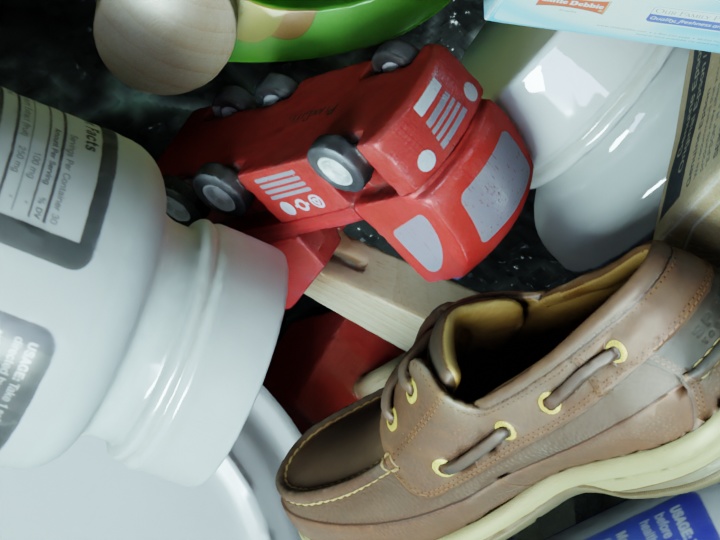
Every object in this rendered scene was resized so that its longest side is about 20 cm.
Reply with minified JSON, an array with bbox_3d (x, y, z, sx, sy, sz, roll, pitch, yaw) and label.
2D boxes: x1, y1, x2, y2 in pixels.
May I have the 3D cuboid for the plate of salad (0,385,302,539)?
[{"bbox_3d":[-0.102,0.107,0.994,0.200,0.200,0.048,31,161,-9],"label":"plate of salad"}]

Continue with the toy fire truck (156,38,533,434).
[{"bbox_3d":[0.000,0.000,0.999,0.141,0.049,0.200,46,150,-23],"label":"toy fire truck"}]

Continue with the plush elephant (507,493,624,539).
[{"bbox_3d":[0.071,0.108,1.069,0.200,0.165,0.155,7,86,-32],"label":"plush elephant"}]

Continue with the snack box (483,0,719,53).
[{"bbox_3d":[0.095,-0.159,0.863,0.116,0.201,0.037,6,156,-13],"label":"snack box"}]

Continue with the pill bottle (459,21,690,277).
[{"bbox_3d":[0.130,-0.022,0.991,0.200,0.113,0.113,39,119,-13],"label":"pill bottle"}]

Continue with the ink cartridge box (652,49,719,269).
[{"bbox_3d":[0.202,-0.058,0.913,0.199,0.165,0.075,18,154,-8],"label":"ink cartridge box"}]

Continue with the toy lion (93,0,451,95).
[{"bbox_3d":[-0.002,-0.165,0.965,0.191,0.069,0.201,-5,120,3],"label":"toy lion"}]

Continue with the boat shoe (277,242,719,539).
[{"bbox_3d":[0.043,0.037,0.918,0.200,0.072,0.068,-21,120,44],"label":"boat shoe"}]

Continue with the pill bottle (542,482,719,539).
[{"bbox_3d":[0.096,0.127,0.940,0.200,0.112,0.112,-25,115,3],"label":"pill bottle"}]

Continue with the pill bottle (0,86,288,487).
[{"bbox_3d":[-0.128,-0.005,0.928,0.200,0.111,0.111,22,122,-14],"label":"pill bottle"}]
